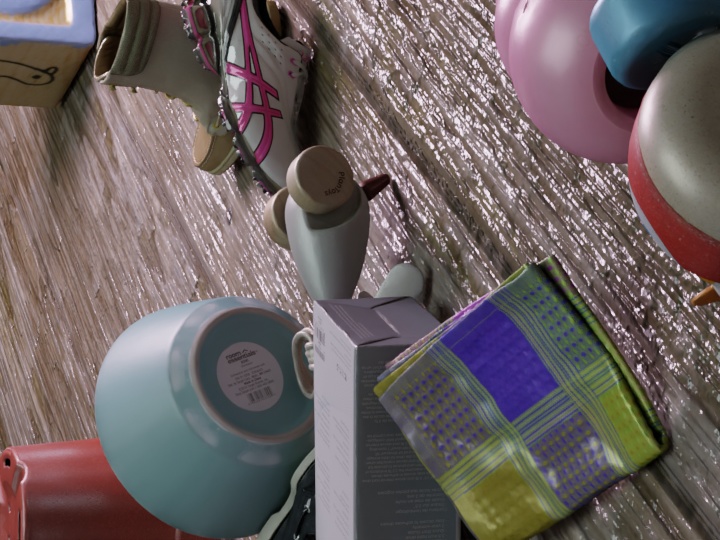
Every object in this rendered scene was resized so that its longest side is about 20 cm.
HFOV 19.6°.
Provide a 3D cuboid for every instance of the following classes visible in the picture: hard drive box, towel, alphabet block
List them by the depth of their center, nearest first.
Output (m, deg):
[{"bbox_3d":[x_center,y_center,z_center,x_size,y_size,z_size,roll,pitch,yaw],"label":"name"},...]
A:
[{"bbox_3d":[0.095,0.088,1.284,0.144,0.023,0.200,57,141,5],"label":"towel"},{"bbox_3d":[0.017,0.131,1.456,0.156,0.076,0.201,-134,43,-74],"label":"hard drive box"},{"bbox_3d":[-0.440,-0.328,2.545,0.200,0.194,0.198,138,132,-62],"label":"alphabet block"}]

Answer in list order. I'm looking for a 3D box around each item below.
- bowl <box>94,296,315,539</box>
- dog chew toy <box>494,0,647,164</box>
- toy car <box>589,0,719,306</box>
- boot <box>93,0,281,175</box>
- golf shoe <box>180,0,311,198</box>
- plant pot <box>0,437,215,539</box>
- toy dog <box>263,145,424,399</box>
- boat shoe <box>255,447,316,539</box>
[{"bbox_3d":[-0.100,0.101,1.658,0.105,0.200,0.202,-41,51,53],"label":"bowl"},{"bbox_3d":[0.132,-0.137,1.188,0.200,0.124,0.125,-121,38,-67],"label":"dog chew toy"},{"bbox_3d":[0.194,-0.024,0.973,0.200,0.176,0.185,103,147,-59],"label":"toy car"},{"bbox_3d":[-0.168,-0.169,1.889,0.200,0.154,0.072,115,148,-45],"label":"boot"},{"bbox_3d":[-0.079,-0.155,1.771,0.073,0.092,0.201,-7,-104,-83],"label":"golf shoe"},{"bbox_3d":[-0.247,0.244,2.015,0.201,0.194,0.202,-179,90,-69],"label":"plant pot"},{"bbox_3d":[0.000,0.000,1.581,0.132,0.096,0.201,5,109,66],"label":"toy dog"},{"bbox_3d":[-0.022,0.187,1.627,0.066,0.074,0.200,49,131,19],"label":"boat shoe"}]
